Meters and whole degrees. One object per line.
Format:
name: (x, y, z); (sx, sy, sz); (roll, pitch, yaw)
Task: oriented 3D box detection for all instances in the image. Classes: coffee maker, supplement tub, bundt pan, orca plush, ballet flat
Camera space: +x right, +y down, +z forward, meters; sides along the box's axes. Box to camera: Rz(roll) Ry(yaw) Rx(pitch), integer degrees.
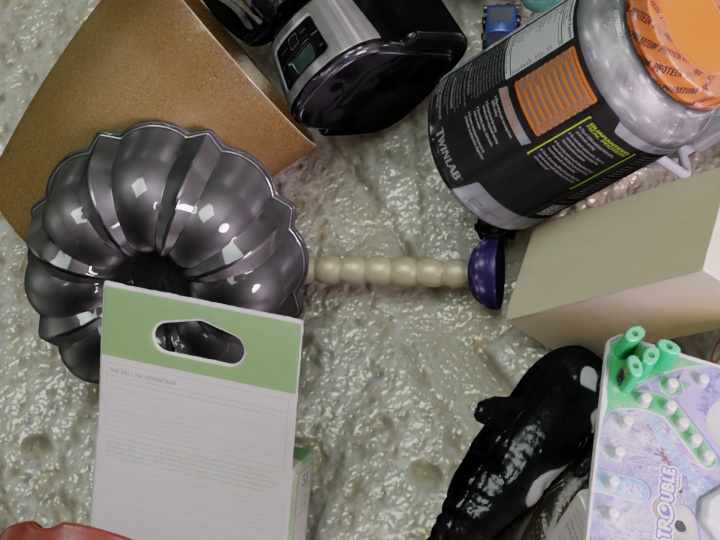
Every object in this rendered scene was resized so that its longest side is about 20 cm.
coffee maker: (-0.010, -0.214, 1.381); (0.191, 0.135, 0.201); (-21, 71, -27)
supplement tub: (0.148, -0.116, 1.240); (0.199, 0.122, 0.124); (-28, 52, 43)
bundt pan: (-0.137, 0.007, 1.271); (0.200, 0.204, 0.076); (-5, 22, 9)
orca plush: (0.082, 0.112, 1.223); (0.200, 0.071, 0.105); (-40, 28, -7)
ballet flat: (0.130, 0.153, 1.234); (0.200, 0.046, 0.067); (-47, 31, -19)

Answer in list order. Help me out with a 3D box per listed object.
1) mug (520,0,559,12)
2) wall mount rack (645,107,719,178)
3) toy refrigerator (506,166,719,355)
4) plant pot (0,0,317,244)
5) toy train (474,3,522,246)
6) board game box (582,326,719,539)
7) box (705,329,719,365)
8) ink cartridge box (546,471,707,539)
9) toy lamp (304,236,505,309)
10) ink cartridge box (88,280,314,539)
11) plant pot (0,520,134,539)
mug: (0.101, -0.299, 1.390); (0.151, 0.186, 0.114); (17, 36, 18)
wall mount rack: (0.242, -0.167, 1.306); (0.199, 0.074, 0.175); (-32, 51, 30)
toy refrigerator: (0.187, 0.000, 1.218); (0.070, 0.199, 0.076); (30, 65, -24)
plant pot: (-0.164, -0.095, 1.357); (0.200, 0.186, 0.187); (-41, 62, 6)
toy train: (0.100, -0.114, 1.369); (0.034, 0.046, 0.202); (-2, 63, 11)
board game box: (0.223, 0.139, 1.037); (0.198, 0.026, 0.201); (17, 53, -6)
box: (0.253, 0.120, 1.162); (0.097, 0.124, 0.201); (27, 70, -4)
ink cartridge box: (0.145, 0.219, 1.101); (0.066, 0.201, 0.116); (-9, 59, -21)
toy lamp: (0.000, 0.000, 1.327); (0.198, 0.058, 0.059); (0, 63, 12)
ink cartridge box: (-0.103, 0.111, 1.234); (0.144, 0.048, 0.202); (10, 104, 17)
plant pot: (-0.188, 0.274, 1.162); (0.199, 0.201, 0.196); (7, 57, 15)
